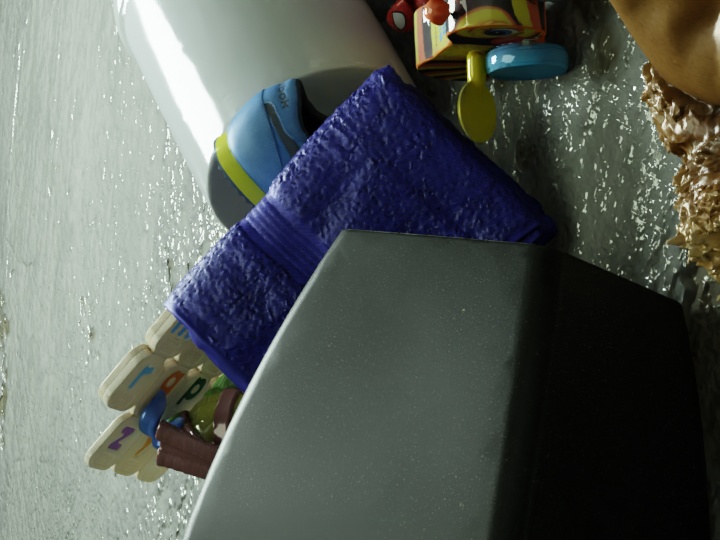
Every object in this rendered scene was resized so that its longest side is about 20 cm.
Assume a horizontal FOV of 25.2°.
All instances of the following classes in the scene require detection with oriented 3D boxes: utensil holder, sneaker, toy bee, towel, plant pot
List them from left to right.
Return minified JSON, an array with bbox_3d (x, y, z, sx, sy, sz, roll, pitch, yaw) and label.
[{"bbox_3d":[-0.061,-0.138,1.107,0.200,0.170,0.170,61,141,38],"label":"utensil holder"},{"bbox_3d":[0.000,0.000,0.935,0.200,0.148,0.050,-48,6,6],"label":"towel"},{"bbox_3d":[0.003,-0.037,0.995,0.078,0.200,0.066,-38,24,23],"label":"sneaker"},{"bbox_3d":[0.060,0.082,0.816,0.200,0.199,0.178,5,80,41],"label":"plant pot"},{"bbox_3d":[0.071,-0.153,0.910,0.200,0.109,0.131,-47,48,53],"label":"toy bee"}]

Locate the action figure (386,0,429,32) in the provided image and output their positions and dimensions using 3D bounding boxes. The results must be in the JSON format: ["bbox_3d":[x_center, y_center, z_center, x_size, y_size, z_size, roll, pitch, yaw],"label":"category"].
[{"bbox_3d":[0.041,-0.215,0.983,0.200,0.099,0.065,122,140,-50],"label":"action figure"}]

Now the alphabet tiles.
[{"bbox_3d":[-0.117,0.074,1.184,0.015,0.200,0.196,42,92,23],"label":"alphabet tiles"}]

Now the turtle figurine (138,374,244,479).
[{"bbox_3d":[-0.036,0.115,1.157,0.194,0.200,0.144,-8,55,41],"label":"turtle figurine"}]

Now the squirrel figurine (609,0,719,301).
[{"bbox_3d":[0.198,-0.080,0.673,0.187,0.141,0.200,50,149,37],"label":"squirrel figurine"}]
